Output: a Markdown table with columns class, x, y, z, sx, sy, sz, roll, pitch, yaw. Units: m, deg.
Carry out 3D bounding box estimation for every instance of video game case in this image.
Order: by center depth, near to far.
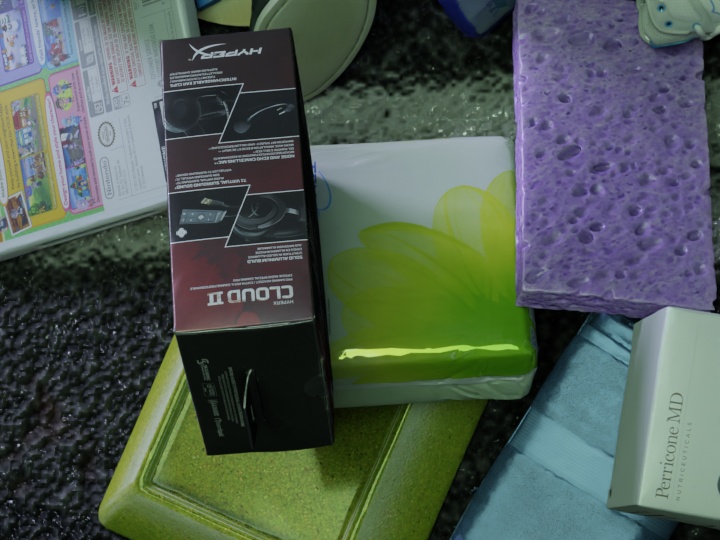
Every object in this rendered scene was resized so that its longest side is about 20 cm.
| class | x | y | z | sx | sy | sz | roll | pitch | yaw |
| --- | --- | --- | --- | --- | --- | --- | --- | --- | --- |
| video game case | -0.181 | -0.121 | 1.610 | 0.182 | 0.022 | 0.200 | -16 | 77 | 22 |

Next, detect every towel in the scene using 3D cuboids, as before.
| class | x | y | z | sx | sy | sz | roll | pitch | yaw |
| --- | --- | --- | --- | --- | --- | --- | --- | --- | --- |
| towel | 0.133 | 0.125 | 1.488 | 0.112 | 0.049 | 0.200 | 32 | 89 | 13 |

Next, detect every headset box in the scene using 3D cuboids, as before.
| class | x | y | z | sx | sy | sz | roll | pitch | yaw |
| --- | --- | --- | --- | --- | --- | --- | --- | --- | --- |
| headset box | -0.059 | -0.005 | 1.380 | 0.077 | 0.149 | 0.200 | -5 | 61 | 2 |

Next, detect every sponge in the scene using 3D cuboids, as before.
| class | x | y | z | sx | sy | sz | roll | pitch | yaw |
| --- | --- | --- | --- | --- | --- | --- | --- | --- | --- |
| sponge | 0.144 | -0.066 | 1.480 | 0.111 | 0.030 | 0.200 | 4 | 63 | -6 |

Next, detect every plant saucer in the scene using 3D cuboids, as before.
| class | x | y | z | sx | sy | sz | roll | pitch | yaw |
| --- | --- | --- | --- | --- | --- | --- | --- | --- | --- |
| plant saucer | -0.043 | 0.096 | 1.539 | 0.200 | 0.048 | 0.200 | 22 | 87 | 17 |

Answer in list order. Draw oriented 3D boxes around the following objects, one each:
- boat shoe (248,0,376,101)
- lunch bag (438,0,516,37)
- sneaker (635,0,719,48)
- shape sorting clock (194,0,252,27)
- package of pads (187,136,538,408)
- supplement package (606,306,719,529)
| class | x | y | z | sx | sy | sz | roll | pitch | yaw |
| --- | --- | --- | --- | --- | --- | --- | --- | --- | --- |
| boat shoe | -0.032 | -0.189 | 1.538 | 0.074 | 0.199 | 0.066 | -8 | 48 | -17 |
| lunch bag | 0.079 | -0.250 | 1.499 | 0.127 | 0.170 | 0.200 | 16 | 83 | 17 |
| sneaker | 0.207 | -0.158 | 1.490 | 0.200 | 0.075 | 0.087 | 28 | 91 | 1 |
| shape sorting clock | -0.067 | -0.252 | 1.607 | 0.200 | 0.039 | 0.200 | 0 | 90 | 22 |
| package of pads | 0.000 | 0.000 | 1.497 | 0.200 | 0.068 | 0.155 | -2 | 60 | 2 |
| supplement package | 0.246 | 0.093 | 1.404 | 0.200 | 0.110 | 0.114 | 9 | 83 | -3 |
